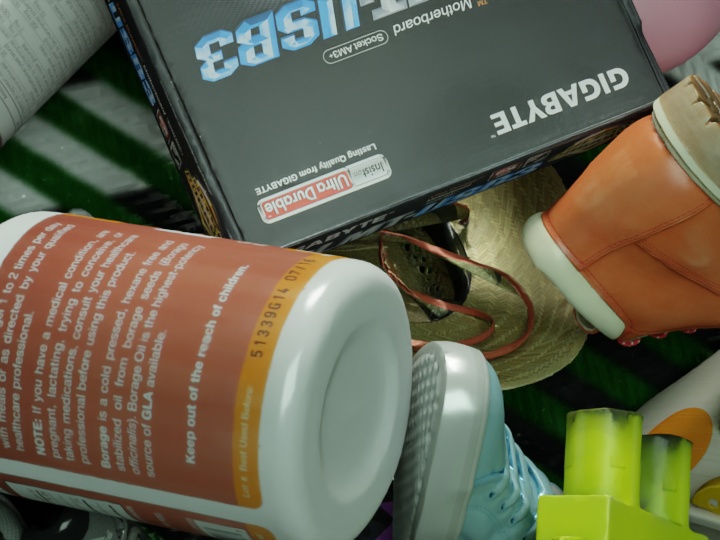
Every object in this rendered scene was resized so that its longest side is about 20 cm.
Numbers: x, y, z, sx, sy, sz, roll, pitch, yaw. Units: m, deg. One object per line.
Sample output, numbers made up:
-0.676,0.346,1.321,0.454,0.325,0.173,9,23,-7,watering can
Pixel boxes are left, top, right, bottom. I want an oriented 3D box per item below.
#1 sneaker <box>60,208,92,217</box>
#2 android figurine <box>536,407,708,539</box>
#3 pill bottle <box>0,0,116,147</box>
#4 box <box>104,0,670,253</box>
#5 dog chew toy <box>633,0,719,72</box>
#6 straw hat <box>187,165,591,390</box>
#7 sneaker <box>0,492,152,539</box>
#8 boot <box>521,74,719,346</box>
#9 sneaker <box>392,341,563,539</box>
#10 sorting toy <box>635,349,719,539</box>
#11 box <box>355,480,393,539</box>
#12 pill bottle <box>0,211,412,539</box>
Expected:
-0.182,0.054,1.159,0.200,0.075,0.082,-32,90,-11,sneaker
0.106,0.160,1.083,0.041,0.182,0.201,-4,74,25,android figurine
-0.174,-0.110,1.171,0.110,0.110,0.200,43,76,0,pill bottle
-0.001,-0.119,1.119,0.200,0.050,0.199,-21,79,-15,box
0.138,-0.183,1.237,0.124,0.125,0.200,36,69,-2,dog chew toy
0.000,0.000,1.188,0.201,0.085,0.201,14,45,-14,straw hat
-0.093,0.139,1.105,0.200,0.116,0.075,38,76,25,sneaker
0.144,-0.004,1.160,0.107,0.200,0.075,-39,53,14,boot
0.056,0.094,1.102,0.082,0.200,0.074,-4,54,-5,sneaker
0.224,0.088,1.227,0.200,0.107,0.180,35,57,-2,sorting toy
-0.013,0.173,1.188,0.143,0.036,0.200,41,78,-1,box
-0.090,0.037,1.041,0.200,0.112,0.112,10,77,24,pill bottle
